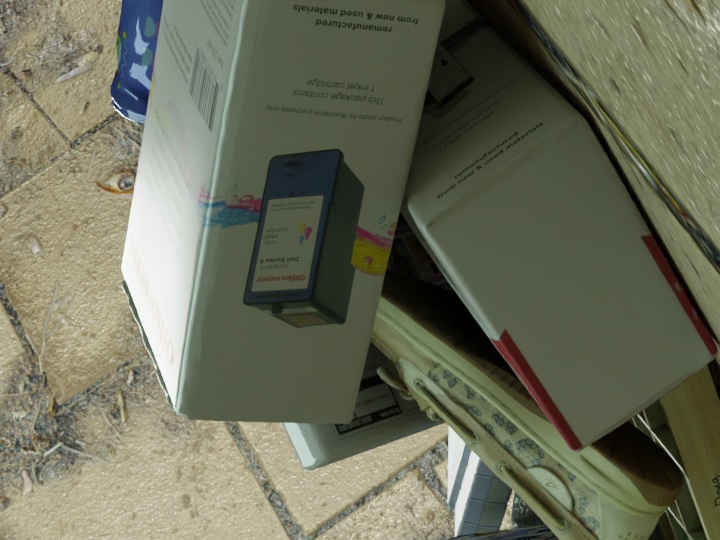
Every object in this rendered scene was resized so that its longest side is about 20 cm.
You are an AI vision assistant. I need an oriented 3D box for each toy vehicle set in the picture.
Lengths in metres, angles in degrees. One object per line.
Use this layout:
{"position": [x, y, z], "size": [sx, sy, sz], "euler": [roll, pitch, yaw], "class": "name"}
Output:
{"position": [0.163, 0.096, 1.029], "size": [0.124, 0.026, 0.201], "euler": [-122, 9, -66], "class": "toy vehicle set"}

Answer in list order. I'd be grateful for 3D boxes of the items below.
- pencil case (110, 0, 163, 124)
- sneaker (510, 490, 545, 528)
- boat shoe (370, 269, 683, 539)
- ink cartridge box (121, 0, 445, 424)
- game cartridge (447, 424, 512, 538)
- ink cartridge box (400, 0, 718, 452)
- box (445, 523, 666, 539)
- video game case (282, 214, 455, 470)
{"position": [-0.071, -0.168, 1.005], "size": [0.078, 0.086, 0.201], "euler": [-109, 28, -63], "class": "pencil case"}
{"position": [0.160, 0.134, 1.264], "size": [0.114, 0.076, 0.200], "euler": [13, -175, 10], "class": "sneaker"}
{"position": [0.062, 0.069, 0.991], "size": [0.200, 0.063, 0.073], "euler": [38, -158, 27], "class": "boat shoe"}
{"position": [-0.041, -0.053, 0.887], "size": [0.145, 0.087, 0.201], "euler": [-121, 40, -59], "class": "ink cartridge box"}
{"position": [0.081, 0.057, 1.262], "size": [0.201, 0.038, 0.130], "euler": [-86, 11, -50], "class": "game cartridge"}
{"position": [0.064, -0.033, 0.940], "size": [0.147, 0.083, 0.200], "euler": [55, -179, -30], "class": "ink cartridge box"}
{"position": [0.079, 0.162, 1.084], "size": [0.200, 0.136, 0.040], "euler": [2, -101, -67], "class": "box"}
{"position": [0.000, 0.000, 1.083], "size": [0.199, 0.024, 0.183], "euler": [-14, -106, -51], "class": "video game case"}
